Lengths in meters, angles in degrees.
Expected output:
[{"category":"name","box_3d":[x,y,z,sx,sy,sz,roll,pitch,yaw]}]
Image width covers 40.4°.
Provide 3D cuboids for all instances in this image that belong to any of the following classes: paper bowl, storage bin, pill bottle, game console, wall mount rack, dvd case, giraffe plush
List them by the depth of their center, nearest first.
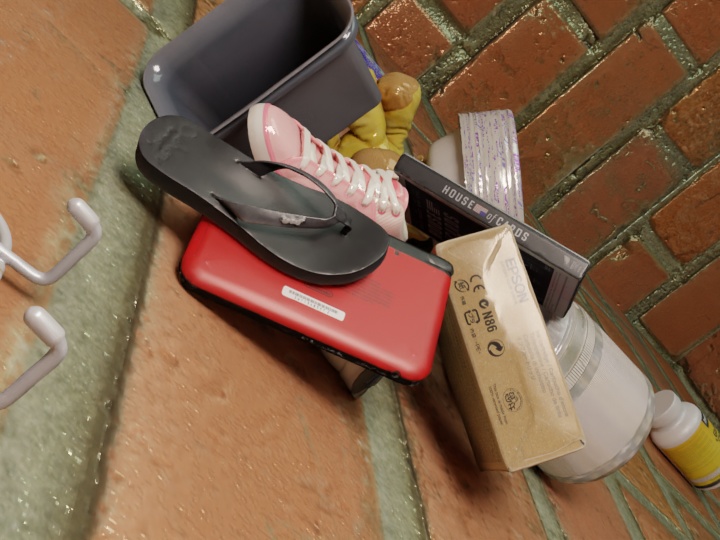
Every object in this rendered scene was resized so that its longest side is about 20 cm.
[{"category":"wall mount rack","box_3d":[-0.200,-0.033,0.430,0.174,0.074,0.200,43,15,-24]},{"category":"game console","box_3d":[-0.040,0.009,0.785,0.199,0.119,0.173,24,51,-8]},{"category":"storage bin","box_3d":[-0.085,-0.182,0.934,0.146,0.200,0.134,59,6,32]},{"category":"dvd case","box_3d":[0.123,-0.031,0.950,0.199,0.025,0.150,32,-10,14]},{"category":"giraffe plush","box_3d":[0.005,-0.106,1.093,0.163,0.172,0.201,-99,172,-48]},{"category":"paper bowl","box_3d":[0.132,-0.081,1.128,0.201,0.104,0.202,-4,90,-84]},{"category":"pill bottle","box_3d":[0.651,0.334,1.947,0.200,0.112,0.112,46,15,-14]}]

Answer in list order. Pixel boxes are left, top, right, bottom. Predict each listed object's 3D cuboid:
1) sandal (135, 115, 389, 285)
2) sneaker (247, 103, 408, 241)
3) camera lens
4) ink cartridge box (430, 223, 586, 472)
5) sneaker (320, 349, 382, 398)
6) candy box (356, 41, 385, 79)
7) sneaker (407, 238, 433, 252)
[{"category":"sandal","box_3d":[-0.069,-0.052,0.707,0.199,0.043,0.076,26,51,-7]},{"category":"sneaker","box_3d":[-0.019,-0.083,0.877,0.076,0.104,0.201,-90,157,-44]},{"category":"camera lens","box_3d":[0.216,0.126,1.087,0.200,0.160,0.160,44,16,-23]},{"category":"ink cartridge box","box_3d":[0.121,0.076,0.884,0.165,0.075,0.201,95,-22,-80]},{"category":"sneaker","box_3d":[0.009,0.043,0.871,0.087,0.075,0.200,45,13,4]},{"category":"candy box","box_3d":[0.000,-0.333,1.749,0.169,0.077,0.200,47,14,-17]},{"category":"sneaker","box_3d":[0.088,-0.015,1.244,0.201,0.070,0.076,68,6,32]}]
